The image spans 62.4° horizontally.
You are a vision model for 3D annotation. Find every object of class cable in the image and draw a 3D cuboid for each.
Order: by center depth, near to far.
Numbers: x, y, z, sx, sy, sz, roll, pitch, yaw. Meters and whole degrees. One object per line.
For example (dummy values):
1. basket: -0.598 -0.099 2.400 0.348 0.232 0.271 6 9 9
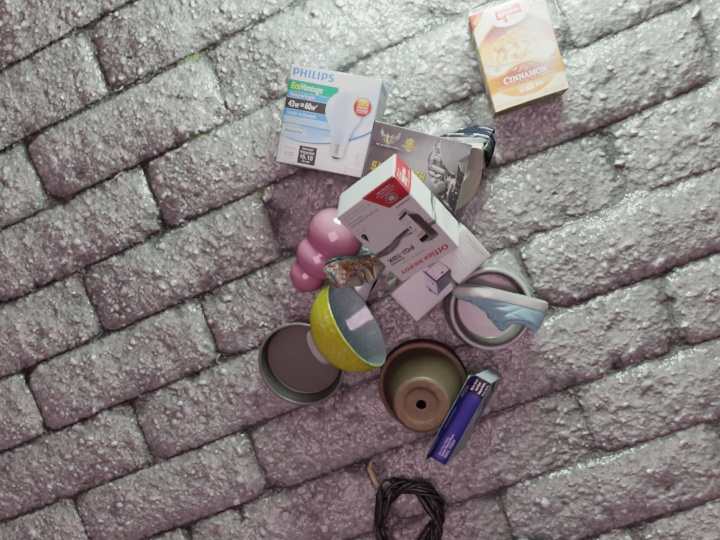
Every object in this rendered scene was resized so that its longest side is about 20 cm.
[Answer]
1. cable: 0.110 0.573 1.352 0.161 0.051 0.203 2 93 2

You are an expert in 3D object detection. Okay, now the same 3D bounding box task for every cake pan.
1. cake pan: -0.129 0.205 1.333 0.198 0.037 0.203 3 108 9

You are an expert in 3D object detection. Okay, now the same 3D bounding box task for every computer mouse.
1. computer mouse: -0.029 0.069 1.323 0.109 0.044 0.202 29 98 5

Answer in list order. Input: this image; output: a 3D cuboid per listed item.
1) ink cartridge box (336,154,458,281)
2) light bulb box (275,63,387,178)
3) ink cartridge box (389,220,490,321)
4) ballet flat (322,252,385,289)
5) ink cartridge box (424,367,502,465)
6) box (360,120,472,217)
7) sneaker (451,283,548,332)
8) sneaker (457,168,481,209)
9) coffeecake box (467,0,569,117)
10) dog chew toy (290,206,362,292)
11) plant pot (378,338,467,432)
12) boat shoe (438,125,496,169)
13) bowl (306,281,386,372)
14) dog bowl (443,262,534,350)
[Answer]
1. ink cartridge box: 0.074 -0.094 1.132 0.146 0.083 0.200 -33 120 28
2. light bulb box: -0.057 -0.307 1.253 0.196 0.125 0.203 11 98 6
3. ink cartridge box: 0.160 -0.004 1.240 0.200 0.147 0.086 -44 95 9
4. ballet flat: 0.000 0.000 1.246 0.075 0.199 0.065 -31 78 42
5. ink cartridge box: 0.219 0.302 1.234 0.040 0.200 0.201 30 99 23
6. box: 0.104 -0.194 1.173 0.197 0.048 0.160 13 105 -5
7. sneaker: 0.278 0.081 1.212 0.197 0.074 0.083 13 93 7
8. sneaker: 0.173 -0.159 1.269 0.200 0.075 0.084 -48 53 -6
9. coffeecake box: 0.320 -0.440 1.220 0.152 0.073 0.202 -16 92 9
10. dog chew toy: -0.082 -0.037 1.287 0.124 0.125 0.201 39 107 3
11. plant pot: 0.131 0.259 1.254 0.197 0.175 0.203 1 96 6
12. boat shoe: 0.192 -0.262 1.261 0.198 0.093 0.075 11 136 28
13. bowl: -0.046 0.132 1.224 0.107 0.200 0.201 -32 90 19
14. dog bowl: 0.278 0.079 1.278 0.197 0.059 0.203 1 96 7
